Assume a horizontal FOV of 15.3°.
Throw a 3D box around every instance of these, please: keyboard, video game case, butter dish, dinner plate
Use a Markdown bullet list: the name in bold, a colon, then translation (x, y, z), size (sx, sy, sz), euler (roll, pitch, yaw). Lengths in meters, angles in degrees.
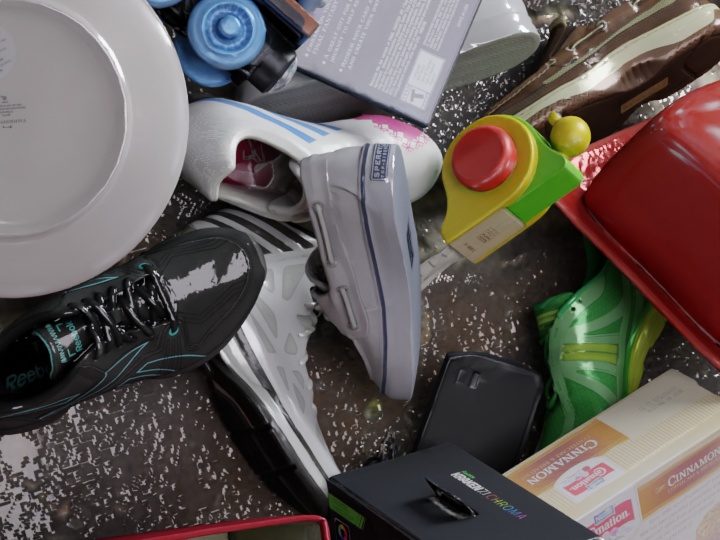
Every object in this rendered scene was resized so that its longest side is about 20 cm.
- **keyboard**: translation (0.038, 0.143, 1.678), size (0.104, 0.040, 0.201), euler (20, 90, -28)
- **video game case**: translation (-0.022, -0.192, 1.625), size (0.199, 0.019, 0.143), euler (24, 86, -6)
- **butter dish**: translation (0.253, -0.054, 1.693), size (0.200, 0.148, 0.199), euler (47, 42, 17)
- **dinner plate**: translation (-0.194, -0.085, 1.484), size (0.199, 0.024, 0.201), euler (0, 92, -6)

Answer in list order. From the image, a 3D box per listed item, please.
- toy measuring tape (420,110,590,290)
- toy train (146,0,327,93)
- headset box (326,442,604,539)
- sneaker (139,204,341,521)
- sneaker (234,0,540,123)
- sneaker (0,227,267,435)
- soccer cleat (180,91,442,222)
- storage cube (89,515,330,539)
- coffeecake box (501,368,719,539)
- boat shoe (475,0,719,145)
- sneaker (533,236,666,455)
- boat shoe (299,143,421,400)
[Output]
- **toy measuring tape**: translation (0.057, -0.040, 1.674), size (0.200, 0.074, 0.074), euler (-35, 101, 15)
- **toy train**: translation (-0.101, -0.195, 1.564), size (0.200, 0.087, 0.114), euler (41, 78, -5)
- **headset box**: translation (0.064, 0.216, 1.578), size (0.092, 0.174, 0.201), euler (-13, 112, -26)
- **sneaker**: translation (-0.038, 0.046, 1.637), size (0.115, 0.076, 0.201), euler (-34, 96, -22)
- **sneaker**: translation (0.001, -0.163, 1.692), size (0.199, 0.074, 0.116), euler (-16, 70, -14)
- **sneaker**: translation (-0.144, 0.038, 1.550), size (0.199, 0.079, 0.076), euler (-30, 85, 0)
- **soccer cleat**: translation (-0.027, -0.056, 1.633), size (0.199, 0.086, 0.070), euler (6, 121, -33)
- **storage cube**: translation (-0.120, 0.236, 1.520), size (0.199, 0.180, 0.172), euler (-6, 86, -26)
- **coffeecake box**: translation (0.173, 0.188, 1.673), size (0.153, 0.073, 0.201), euler (-29, 126, -24)
- **boat shoe**: translation (0.144, -0.129, 1.756), size (0.202, 0.075, 0.075), euler (-28, 63, -19)
- **sneaker**: translation (0.141, 0.056, 1.726), size (0.083, 0.074, 0.201), euler (27, 66, -12)
- **boat shoe**: translation (0.000, 0.000, 1.603), size (0.065, 0.201, 0.074), euler (0, 43, 8)
